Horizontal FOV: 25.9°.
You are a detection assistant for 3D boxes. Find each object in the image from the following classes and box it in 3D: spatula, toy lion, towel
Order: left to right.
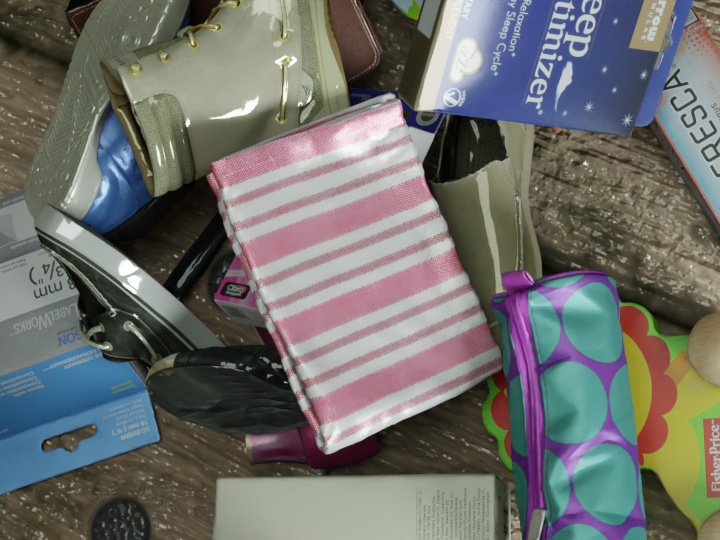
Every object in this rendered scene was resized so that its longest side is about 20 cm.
[{"bbox_3d":[-0.094,-0.056,1.174,0.056,0.021,0.201,30,87,31],"label":"spatula"},{"bbox_3d":[0.000,0.000,1.008,0.145,0.030,0.202,-23,91,-25],"label":"towel"},{"bbox_3d":[0.176,0.111,1.051,0.189,0.069,0.203,-6,76,20],"label":"toy lion"}]

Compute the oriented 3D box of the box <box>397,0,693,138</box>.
[{"bbox_3d":[0.129,-0.150,0.979,0.032,0.198,0.122,46,127,53],"label":"box"}]

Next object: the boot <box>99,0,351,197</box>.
[{"bbox_3d":[-0.099,-0.161,1.035,0.153,0.072,0.203,-16,95,-17],"label":"boot"}]

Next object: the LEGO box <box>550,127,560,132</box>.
[{"bbox_3d":[0.144,-0.218,1.023,0.200,0.149,0.077,-46,41,2],"label":"LEGO box"}]

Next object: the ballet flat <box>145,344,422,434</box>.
[{"bbox_3d":[-0.047,0.071,1.065,0.197,0.067,0.057,-3,40,4],"label":"ballet flat"}]

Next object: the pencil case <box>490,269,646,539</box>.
[{"bbox_3d":[0.130,0.104,0.993,0.085,0.092,0.203,-17,72,43],"label":"pencil case"}]

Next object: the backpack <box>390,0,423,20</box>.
[{"bbox_3d":[0.060,-0.272,1.117,0.161,0.155,0.201,-15,42,11],"label":"backpack"}]

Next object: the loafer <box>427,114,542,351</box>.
[{"bbox_3d":[0.080,-0.042,1.092,0.075,0.068,0.203,-14,64,32],"label":"loafer"}]

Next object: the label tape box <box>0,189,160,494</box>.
[{"bbox_3d":[-0.243,0.047,1.165,0.143,0.063,0.202,-19,72,10],"label":"label tape box"}]

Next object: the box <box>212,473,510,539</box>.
[{"bbox_3d":[0.002,0.183,1.068,0.197,0.068,0.083,-1,76,14],"label":"box"}]

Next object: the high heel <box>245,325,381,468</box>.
[{"bbox_3d":[-0.036,0.039,1.116,0.095,0.067,0.203,-4,73,6],"label":"high heel"}]

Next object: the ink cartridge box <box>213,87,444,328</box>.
[{"bbox_3d":[-0.017,-0.049,1.078,0.094,0.037,0.201,9,63,37],"label":"ink cartridge box"}]

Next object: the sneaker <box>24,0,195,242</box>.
[{"bbox_3d":[-0.153,-0.115,1.121,0.076,0.111,0.202,28,95,37],"label":"sneaker"}]

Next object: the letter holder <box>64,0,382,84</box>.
[{"bbox_3d":[-0.095,-0.189,1.171,0.198,0.143,0.101,-21,30,12],"label":"letter holder"}]

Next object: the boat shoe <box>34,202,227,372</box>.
[{"bbox_3d":[-0.160,0.034,1.086,0.064,0.200,0.071,-49,32,-8],"label":"boat shoe"}]

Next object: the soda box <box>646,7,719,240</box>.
[{"bbox_3d":[0.241,-0.094,1.075,0.063,0.068,0.202,-29,71,7],"label":"soda box"}]
